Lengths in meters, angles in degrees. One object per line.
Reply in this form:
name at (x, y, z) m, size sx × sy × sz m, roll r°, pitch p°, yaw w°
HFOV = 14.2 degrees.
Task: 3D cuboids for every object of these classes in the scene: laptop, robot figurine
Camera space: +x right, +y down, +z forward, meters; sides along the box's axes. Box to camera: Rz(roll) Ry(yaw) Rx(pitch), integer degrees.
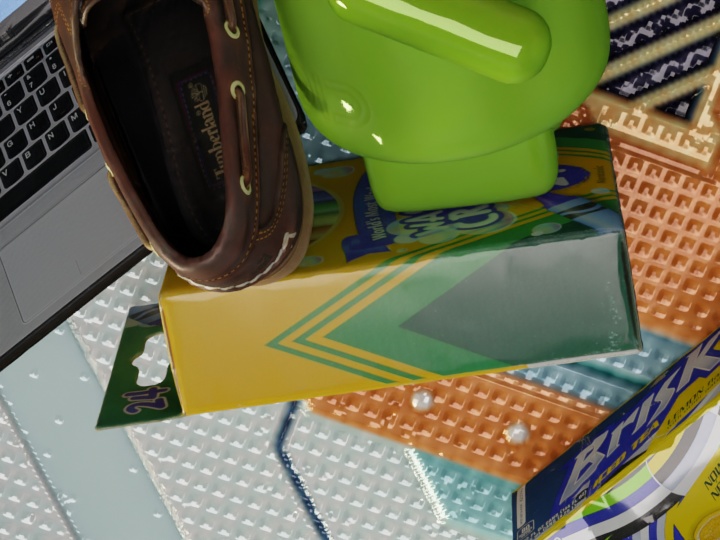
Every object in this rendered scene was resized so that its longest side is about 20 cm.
laptop at (-0.150, -0.087, 1.053) m, size 0.187 × 0.201 × 0.116 m, roll -38°, pitch 139°, yaw 14°
robot figurine at (0.023, -0.119, 1.006) m, size 0.115 × 0.176 × 0.201 m, roll -5°, pitch 123°, yaw 13°

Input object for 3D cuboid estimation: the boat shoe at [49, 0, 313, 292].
boat shoe at (-0.071, -0.090, 0.986) m, size 0.070 × 0.070 × 0.201 m, roll -26°, pitch 79°, yaw 20°

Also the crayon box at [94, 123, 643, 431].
crayon box at (0.000, 0.000, 1.072) m, size 0.199 × 0.126 × 0.052 m, roll -9°, pitch 110°, yaw 5°

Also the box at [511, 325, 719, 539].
box at (0.152, 0.063, 1.121) m, size 0.200 × 0.070 × 0.064 m, roll -39°, pitch 103°, yaw 15°
